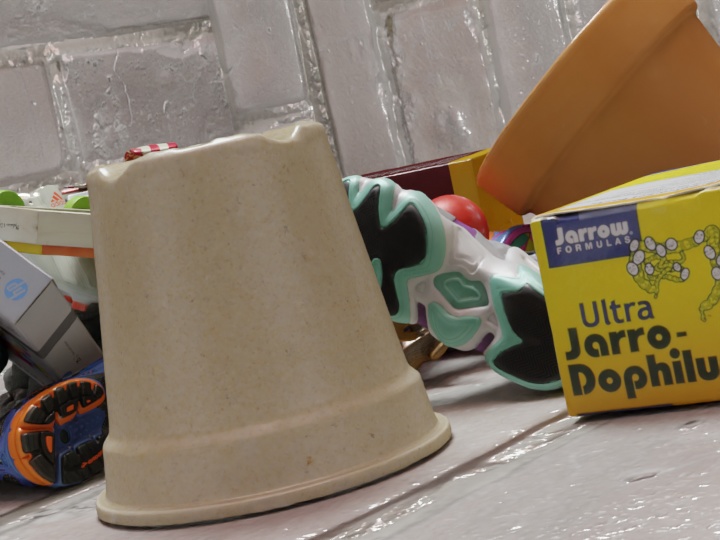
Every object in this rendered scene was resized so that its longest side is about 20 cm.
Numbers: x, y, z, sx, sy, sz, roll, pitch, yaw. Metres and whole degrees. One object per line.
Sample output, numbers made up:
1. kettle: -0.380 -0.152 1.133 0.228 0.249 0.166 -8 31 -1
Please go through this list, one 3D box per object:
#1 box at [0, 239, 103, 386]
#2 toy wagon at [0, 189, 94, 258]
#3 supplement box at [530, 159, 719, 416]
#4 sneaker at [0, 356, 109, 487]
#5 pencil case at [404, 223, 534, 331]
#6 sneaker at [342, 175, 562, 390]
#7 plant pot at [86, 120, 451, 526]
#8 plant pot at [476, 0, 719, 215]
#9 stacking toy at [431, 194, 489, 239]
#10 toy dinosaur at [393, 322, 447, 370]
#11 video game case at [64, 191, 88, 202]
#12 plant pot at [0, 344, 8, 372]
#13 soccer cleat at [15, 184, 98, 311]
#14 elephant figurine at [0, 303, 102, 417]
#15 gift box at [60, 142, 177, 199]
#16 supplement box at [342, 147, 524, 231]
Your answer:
1. box: -0.246 0.017 1.094 0.041 0.156 0.200 -51 -19 -14
2. toy wagon: -0.157 -0.029 1.119 0.155 0.040 0.199 7 3 43
3. supplement box: 0.188 0.001 0.909 0.108 0.110 0.200 -10 4 29
4. sneaker: -0.170 0.088 1.058 0.078 0.076 0.200 -13 2 35
5. pencil case: 0.061 0.018 1.215 0.199 0.089 0.088 -9 5 46
6. sneaker: 0.076 0.008 1.027 0.200 0.078 0.140 36 16 21
7. plant pot: -0.066 0.021 0.888 0.199 0.185 0.200 -12 5 1
8. plant pot: 0.198 -0.094 1.159 0.200 0.140 0.200 -47 -8 -9
9. stacking toy: 0.000 0.000 1.101 0.199 0.086 0.085 -19 7 -26
10. toy dinosaur: 0.006 0.066 1.068 0.199 0.061 0.106 -26 -4 -11
11. video game case: -0.129 0.008 1.272 0.143 0.201 0.018 -15 -30 -30
12. plant pot: -0.320 0.065 1.080 0.141 0.141 0.200 -51 -6 -4
13. soccer cleat: -0.222 -0.020 1.208 0.199 0.078 0.069 21 0 14
14. elephant figurine: -0.250 0.016 1.309 0.141 0.201 0.155 -12 3 17
15. gift box: -0.194 -0.011 1.475 0.199 0.188 0.184 -11 -3 -17
16. supplement box: 0.035 -0.024 1.465 0.199 0.134 0.197 -11 5 15
